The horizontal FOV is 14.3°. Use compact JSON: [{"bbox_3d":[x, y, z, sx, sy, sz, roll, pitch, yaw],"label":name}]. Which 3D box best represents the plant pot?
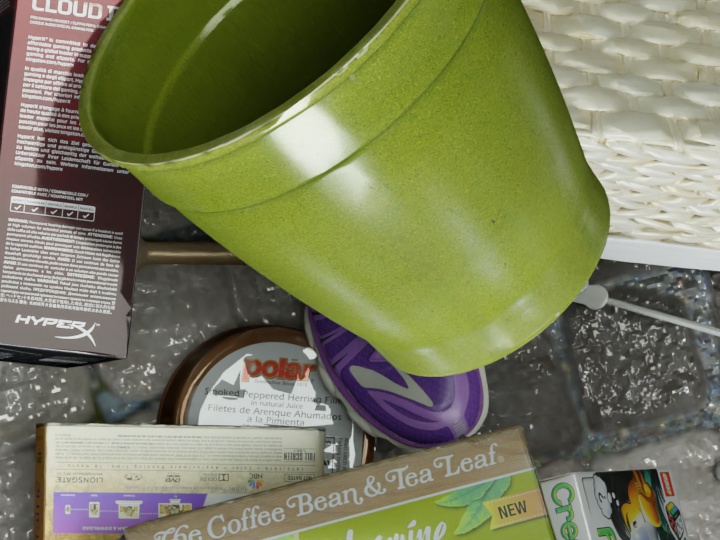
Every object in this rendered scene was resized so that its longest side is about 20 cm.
[{"bbox_3d":[0.011,-0.060,1.295,0.200,0.200,0.193,-50,123,-13],"label":"plant pot"}]

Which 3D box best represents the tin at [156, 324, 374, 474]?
[{"bbox_3d":[-0.050,0.127,1.470,0.112,0.042,0.200,5,85,-20],"label":"tin"}]

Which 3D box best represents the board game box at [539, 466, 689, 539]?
[{"bbox_3d":[0.141,0.197,1.412,0.035,0.126,0.200,-19,80,26],"label":"board game box"}]

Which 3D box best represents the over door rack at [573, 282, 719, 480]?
[{"bbox_3d":[0.174,0.096,1.526,0.200,0.067,0.148,18,81,0],"label":"over door rack"}]

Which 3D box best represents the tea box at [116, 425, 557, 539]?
[{"bbox_3d":[-0.004,0.198,1.347,0.200,0.134,0.197,-14,80,-17],"label":"tea box"}]

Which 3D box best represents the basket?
[{"bbox_3d":[0.136,-0.090,1.474,0.200,0.123,0.136,6,66,-14],"label":"basket"}]

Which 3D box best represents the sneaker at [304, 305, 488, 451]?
[{"bbox_3d":[0.000,0.000,1.431,0.081,0.083,0.200,-27,91,-5],"label":"sneaker"}]

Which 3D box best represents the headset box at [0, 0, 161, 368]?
[{"bbox_3d":[-0.152,-0.056,1.395,0.077,0.149,0.200,6,86,-16],"label":"headset box"}]

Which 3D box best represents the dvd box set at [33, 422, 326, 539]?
[{"bbox_3d":[-0.090,0.176,1.420,0.146,0.029,0.200,1,86,-17],"label":"dvd box set"}]

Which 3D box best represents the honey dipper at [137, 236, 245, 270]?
[{"bbox_3d":[-0.033,-0.010,1.485,0.200,0.038,0.038,2,86,-13],"label":"honey dipper"}]
